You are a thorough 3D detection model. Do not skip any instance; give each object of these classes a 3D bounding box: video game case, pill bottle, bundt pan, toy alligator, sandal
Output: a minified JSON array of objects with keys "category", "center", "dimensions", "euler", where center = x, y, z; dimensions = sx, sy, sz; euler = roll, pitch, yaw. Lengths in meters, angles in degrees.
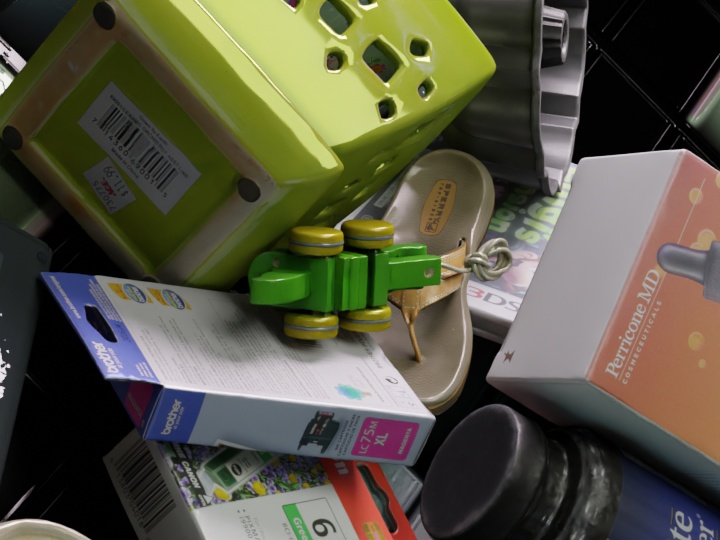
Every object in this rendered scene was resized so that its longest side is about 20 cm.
[{"category":"video game case","center":[0.090,-0.021,1.698],"dimensions":[0.182,0.023,0.200],"euler":[20,34,16]},{"category":"pill bottle","center":[0.136,0.158,1.551],"dimensions":[0.200,0.112,0.112],"euler":[31,40,-26]},{"category":"bundt pan","center":[0.093,-0.149,1.702],"dimensions":[0.076,0.202,0.202],"euler":[5,40,12]},{"category":"toy alligator","center":[0.000,0.000,1.519],"dimensions":[0.200,0.054,0.059],"euler":[-8,105,-44]},{"category":"sandal","center":[0.035,-0.002,1.595],"dimensions":[0.080,0.054,0.200],"euler":[9,54,9]}]

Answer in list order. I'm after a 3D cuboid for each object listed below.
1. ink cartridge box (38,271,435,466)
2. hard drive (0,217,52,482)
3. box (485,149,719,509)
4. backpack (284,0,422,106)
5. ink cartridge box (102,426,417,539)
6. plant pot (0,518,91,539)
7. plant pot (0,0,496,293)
[{"category":"ink cartridge box","center":[-0.072,0.053,1.465],"dimensions":[0.200,0.042,0.119],"euler":[10,25,-31]},{"category":"hard drive","center":[-0.238,0.035,1.393],"dimensions":[0.140,0.033,0.200],"euler":[30,40,-22]},{"category":"box","center":[0.201,0.044,1.569],"dimensions":[0.200,0.106,0.152],"euler":[31,74,-25]},{"category":"backpack","center":[-0.033,-0.190,1.708],"dimensions":[0.200,0.167,0.127],"euler":[28,52,-42]},{"category":"ink cartridge box","center":[-0.036,0.127,1.495],"dimensions":[0.200,0.050,0.109],"euler":[-6,61,-46]},{"category":"plant pot","center":[-0.183,0.194,1.172],"dimensions":[0.187,0.200,0.187],"euler":[26,42,-26]},{"category":"plant pot","center":[-0.079,-0.102,1.542],"dimensions":[0.200,0.199,0.181],"euler":[48,43,0]}]
